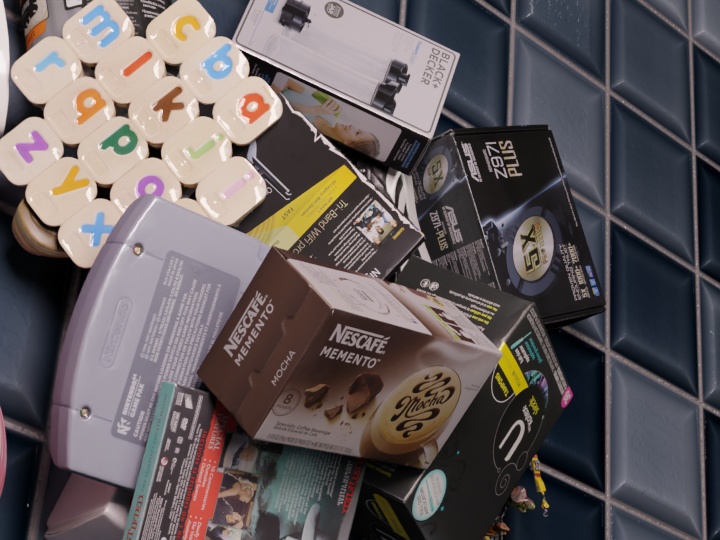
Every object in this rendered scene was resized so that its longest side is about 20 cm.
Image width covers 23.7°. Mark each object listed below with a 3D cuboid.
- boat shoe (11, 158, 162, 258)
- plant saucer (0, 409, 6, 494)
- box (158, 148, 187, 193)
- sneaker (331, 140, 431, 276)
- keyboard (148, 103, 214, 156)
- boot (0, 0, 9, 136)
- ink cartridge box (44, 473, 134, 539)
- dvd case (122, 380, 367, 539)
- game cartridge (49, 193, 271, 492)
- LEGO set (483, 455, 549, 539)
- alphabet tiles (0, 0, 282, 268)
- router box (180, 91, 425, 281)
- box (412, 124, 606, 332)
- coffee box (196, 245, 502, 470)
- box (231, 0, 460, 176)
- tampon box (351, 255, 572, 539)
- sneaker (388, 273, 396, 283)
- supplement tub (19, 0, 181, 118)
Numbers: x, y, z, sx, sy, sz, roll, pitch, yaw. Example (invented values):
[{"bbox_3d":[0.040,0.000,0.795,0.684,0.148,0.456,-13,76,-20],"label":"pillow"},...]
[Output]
[{"bbox_3d":[-0.200,-0.038,1.349,0.199,0.066,0.075,-14,73,-51],"label":"boat shoe"},{"bbox_3d":[-0.320,0.109,1.167,0.199,0.051,0.203,23,57,-39],"label":"plant saucer"},{"bbox_3d":[-0.088,-0.074,1.437,0.111,0.035,0.200,63,23,3],"label":"box"},{"bbox_3d":[-0.003,-0.052,1.558,0.111,0.073,0.202,-19,88,-50],"label":"sneaker"},{"bbox_3d":[-0.120,-0.088,1.494,0.199,0.021,0.128,20,53,-39],"label":"keyboard"},{"bbox_3d":[-0.320,-0.199,1.309,0.089,0.073,0.203,-3,79,-22],"label":"boot"},{"bbox_3d":[-0.121,0.196,1.311,0.200,0.084,0.146,45,46,-22],"label":"ink cartridge box"},{"bbox_3d":[-0.081,0.171,1.243,0.199,0.022,0.148,18,82,-41],"label":"dvd case"},{"bbox_3d":[-0.144,0.056,1.218,0.133,0.040,0.202,25,78,-37],"label":"game cartridge"},{"bbox_3d":[0.122,0.198,1.541,0.153,0.115,0.202,35,50,-31],"label":"LEGO set"},{"bbox_3d":[-0.165,-0.103,1.279,0.195,0.015,0.200,-40,83,-8],"label":"alphabet tiles"},{"bbox_3d":[-0.072,-0.008,1.306,0.157,0.200,0.052,45,0,5],"label":"router box"},{"bbox_3d":[0.138,-0.035,1.691,0.163,0.086,0.202,-7,78,-47],"label":"box"},{"bbox_3d":[-0.005,0.067,1.243,0.199,0.114,0.080,18,21,-48],"label":"coffee box"},{"bbox_3d":[-0.019,-0.182,1.552,0.198,0.060,0.117,26,51,-5],"label":"box"},{"bbox_3d":[0.061,0.124,1.421,0.201,0.125,0.150,-55,144,-20],"label":"tampon box"},{"bbox_3d":[0.000,0.000,1.420,0.075,0.084,0.200,59,27,-10],"label":"sneaker"},{"bbox_3d":[-0.215,-0.230,1.380,0.122,0.122,0.202,5,68,-45],"label":"supplement tub"}]
